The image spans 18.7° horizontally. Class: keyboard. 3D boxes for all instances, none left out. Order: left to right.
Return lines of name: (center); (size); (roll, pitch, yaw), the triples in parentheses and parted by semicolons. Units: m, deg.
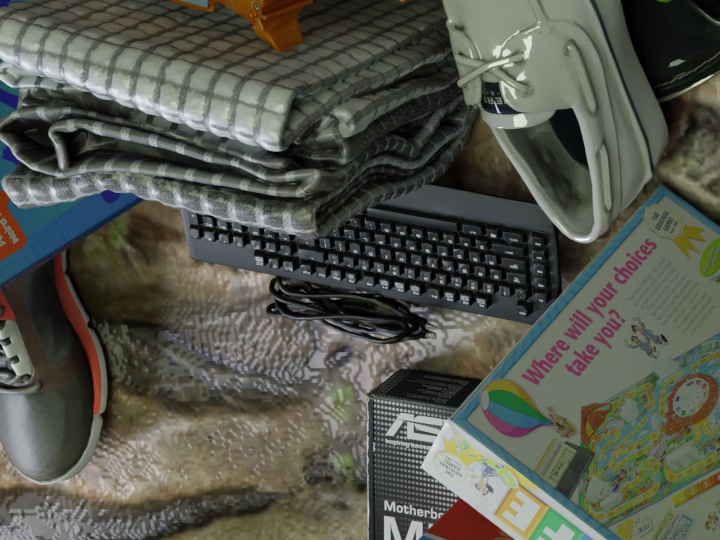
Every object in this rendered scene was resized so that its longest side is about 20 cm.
keyboard: (0.000, 0.000, 1.044); (0.198, 0.040, 0.105); (11, 138, 23)

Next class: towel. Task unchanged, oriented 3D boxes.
towel: (-0.052, -0.076, 0.974); (0.164, 0.200, 0.086); (15, 113, 21)

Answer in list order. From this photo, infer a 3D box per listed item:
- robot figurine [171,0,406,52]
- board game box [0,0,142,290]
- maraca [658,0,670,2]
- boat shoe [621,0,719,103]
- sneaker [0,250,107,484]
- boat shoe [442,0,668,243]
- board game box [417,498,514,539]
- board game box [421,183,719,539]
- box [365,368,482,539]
robot figurine: (-0.064, -0.163, 0.970); (0.200, 0.144, 0.059); (32, 136, 44)
board game box: (-0.199, -0.064, 1.061); (0.153, 0.199, 0.045); (56, 161, -2)
maraca: (0.087, -0.195, 0.915); (0.199, 0.107, 0.138); (33, 124, 28)
boat shoe: (0.163, -0.137, 0.928); (0.199, 0.066, 0.075); (-37, 90, 30)
sneaker: (-0.189, 0.023, 1.138); (0.076, 0.082, 0.202); (-1, 106, 25)
boat shoe: (0.074, -0.089, 0.922); (0.073, 0.066, 0.200); (7, 147, 42)
board game box: (0.110, 0.154, 0.948); (0.198, 0.153, 0.041); (7, 108, 23)
board game box: (0.133, 0.059, 0.930); (0.134, 0.200, 0.034); (37, 136, 10)
box: (0.100, 0.142, 1.061); (0.198, 0.044, 0.162); (8, 110, 23)
